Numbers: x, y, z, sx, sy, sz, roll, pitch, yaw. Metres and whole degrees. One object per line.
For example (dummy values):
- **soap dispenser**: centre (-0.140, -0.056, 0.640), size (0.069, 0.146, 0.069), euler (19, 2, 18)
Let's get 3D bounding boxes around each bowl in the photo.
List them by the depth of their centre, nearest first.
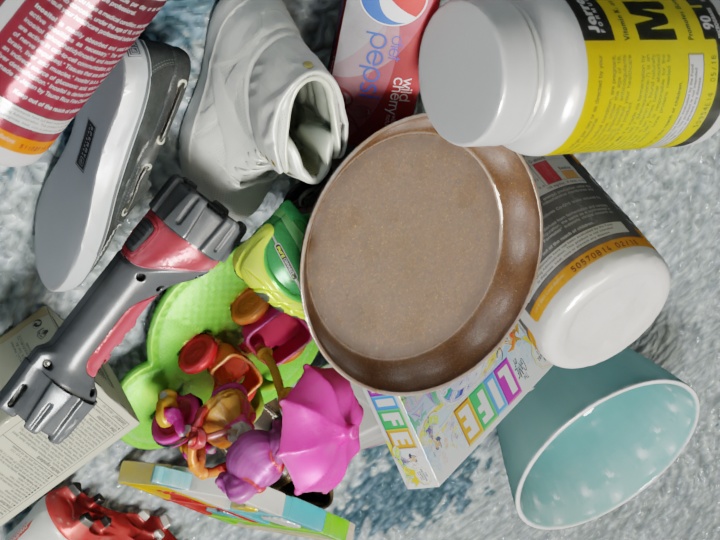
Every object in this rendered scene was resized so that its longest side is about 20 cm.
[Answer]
- **bowl**: centre (0.207, 0.139, 1.720), size (0.200, 0.105, 0.201), euler (-21, 141, -18)

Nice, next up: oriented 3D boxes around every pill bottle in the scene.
- **pill bottle**: centre (-0.177, -0.167, 1.066), size (0.200, 0.113, 0.113), euler (-47, 142, 18)
- **pill bottle**: centre (0.146, -0.134, 1.218), size (0.199, 0.114, 0.115), euler (-6, 136, -33)
- **pill bottle**: centre (0.135, -0.031, 1.387), size (0.116, 0.200, 0.117), euler (-23, 144, -18)

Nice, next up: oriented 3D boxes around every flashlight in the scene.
- **flashlight**: centre (-0.163, 0.030, 1.267), size (0.200, 0.068, 0.068), euler (-53, 173, 4)

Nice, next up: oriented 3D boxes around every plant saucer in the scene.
- **plant saucer**: centre (0.037, -0.014, 1.265), size (0.200, 0.034, 0.201), euler (-11, 110, -31)

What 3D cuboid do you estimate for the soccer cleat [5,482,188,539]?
- **soccer cleat**: centre (-0.214, 0.240, 1.545), size (0.085, 0.069, 0.200), euler (-35, 142, 16)

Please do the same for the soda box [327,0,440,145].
- **soda box**: centre (0.019, -0.178, 1.227), size (0.063, 0.070, 0.200), euler (9, 133, -4)

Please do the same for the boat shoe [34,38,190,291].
- **boat shoe**: centre (-0.166, -0.067, 1.228), size (0.056, 0.069, 0.200), euler (-2, 131, -37)

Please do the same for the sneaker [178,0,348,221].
- **sneaker**: centre (-0.066, -0.083, 1.248), size (0.073, 0.116, 0.200), euler (-17, 142, -25)

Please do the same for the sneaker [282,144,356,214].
- **sneaker**: centre (-0.019, -0.043, 1.387), size (0.082, 0.077, 0.200), euler (2, 136, -2)

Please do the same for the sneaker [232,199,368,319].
- **sneaker**: centre (0.000, 0.000, 1.308), size (0.200, 0.074, 0.084), euler (15, 115, -48)

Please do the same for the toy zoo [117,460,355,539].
- **toy zoo**: centre (-0.110, 0.190, 1.527), size (0.200, 0.131, 0.021), euler (32, 67, -51)

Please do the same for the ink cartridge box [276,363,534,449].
- **ink cartridge box**: centre (0.041, 0.099, 1.528), size (0.117, 0.068, 0.200), euler (-28, 166, 38)

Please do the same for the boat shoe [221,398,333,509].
- **boat shoe**: centre (-0.073, 0.144, 1.533), size (0.072, 0.072, 0.200), euler (-40, 143, 9)

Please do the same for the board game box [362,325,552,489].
- **board game box**: centre (0.075, 0.063, 1.453), size (0.200, 0.034, 0.135), euler (-41, 113, -45)

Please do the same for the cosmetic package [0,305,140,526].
- **cosmetic package**: centre (-0.276, 0.128, 1.357), size (0.200, 0.073, 0.104), euler (-35, 144, 1)

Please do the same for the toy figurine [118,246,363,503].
- **toy figurine**: centre (-0.080, 0.105, 1.358), size (0.200, 0.184, 0.150), euler (-41, 128, 1)
